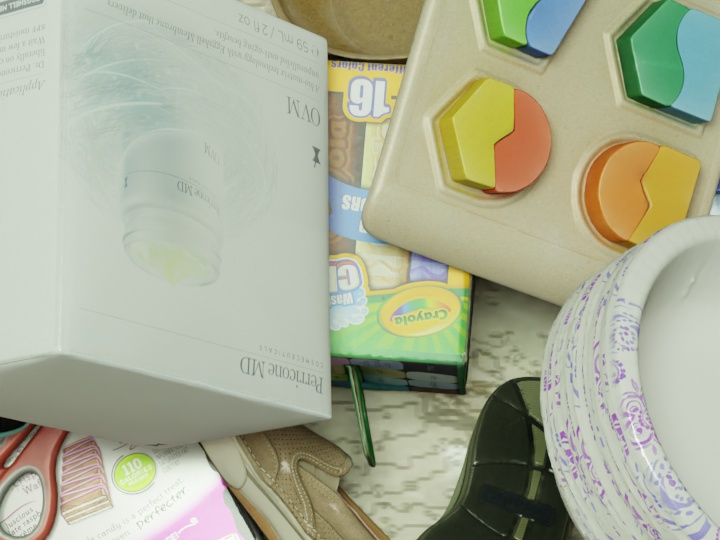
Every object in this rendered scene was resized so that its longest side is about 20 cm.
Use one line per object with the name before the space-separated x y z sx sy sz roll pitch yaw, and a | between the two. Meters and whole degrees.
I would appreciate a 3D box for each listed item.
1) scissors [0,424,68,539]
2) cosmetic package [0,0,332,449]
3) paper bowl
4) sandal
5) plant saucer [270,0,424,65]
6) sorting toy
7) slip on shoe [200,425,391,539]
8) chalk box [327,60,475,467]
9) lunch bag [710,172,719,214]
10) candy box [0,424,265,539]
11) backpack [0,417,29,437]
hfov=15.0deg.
scissors | -0.155 0.056 1.433 0.073 0.014 0.200 31 86 10
cosmetic package | -0.117 -0.031 1.305 0.123 0.199 0.201 -10 74 35
paper bowl | 0.173 0.082 1.334 0.200 0.104 0.201 17 58 -28
sandal | 0.070 0.145 1.433 0.080 0.057 0.201 27 54 5
plant saucer | 0.048 -0.173 1.472 0.199 0.035 0.201 -15 44 14
sorting toy | 0.110 -0.086 1.378 0.185 0.036 0.201 20 85 -22
slip on shoe | -0.033 0.109 1.435 0.060 0.076 0.200 -31 95 3
chalk box | 0.000 0.000 1.442 0.123 0.125 0.201 5 80 3
lunch bag | 0.172 -0.077 1.470 0.199 0.082 0.162 0 83 4
candy box | -0.134 0.131 1.458 0.136 0.061 0.201 -28 81 -1
backpack | -0.255 -0.010 1.355 0.153 0.200 0.177 16 98 31
